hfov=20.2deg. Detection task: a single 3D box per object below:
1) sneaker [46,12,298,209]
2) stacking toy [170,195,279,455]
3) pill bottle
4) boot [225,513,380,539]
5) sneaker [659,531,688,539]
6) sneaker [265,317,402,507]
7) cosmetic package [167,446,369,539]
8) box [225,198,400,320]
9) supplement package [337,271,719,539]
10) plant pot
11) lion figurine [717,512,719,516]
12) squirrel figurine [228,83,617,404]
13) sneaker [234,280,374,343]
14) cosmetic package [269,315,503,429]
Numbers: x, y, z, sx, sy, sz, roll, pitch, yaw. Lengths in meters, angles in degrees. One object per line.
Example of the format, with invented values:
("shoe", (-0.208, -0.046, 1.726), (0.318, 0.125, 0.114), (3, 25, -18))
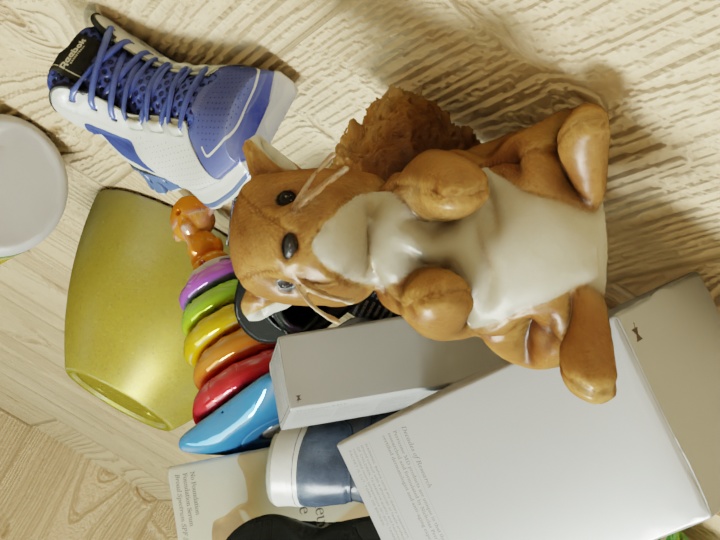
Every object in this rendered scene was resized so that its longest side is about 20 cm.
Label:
("sneaker", (-0.129, -0.100, 1.231), (0.115, 0.081, 0.199), (33, 167, -23))
("stacking toy", (-0.097, 0.032, 1.495), (0.109, 0.116, 0.201), (6, -127, -52))
("pill bottle", (-0.312, -0.058, 1.643), (0.112, 0.113, 0.200), (33, 165, -15))
("boot", (0.012, 0.215, 1.366), (0.153, 0.074, 0.203), (22, 157, -38))
("sneaker", (0.252, 0.240, 1.646), (0.083, 0.074, 0.200), (28, 176, 30))
("sneaker", (0.033, 0.101, 1.366), (0.145, 0.203, 0.077), (2, 120, 15))
("cosmetic package", (-0.031, 0.175, 1.461), (0.199, 0.106, 0.071), (-13, 169, 11))
("box", (0.000, 0.000, 1.413), (0.199, 0.036, 0.143), (27, 166, 0))
("supplement package", (0.113, 0.102, 1.135), (0.199, 0.121, 0.120), (-28, 86, 34))
("plant pot", (-0.164, 0.047, 1.661), (0.199, 0.143, 0.200), (26, 165, 7))
("lion figurine", (0.208, 0.116, 1.382), (0.122, 0.072, 0.201), (26, 153, 41))
("squirrel figurine", (0.027, -0.020, 1.030), (0.185, 0.143, 0.200), (-3, -167, 0))
("sneaker", (-0.041, 0.009, 1.297), (0.076, 0.088, 0.200), (48, 142, -5))
("cosmetic package", (0.045, 0.055, 1.272), (0.199, 0.051, 0.083), (-9, 170, -9))
